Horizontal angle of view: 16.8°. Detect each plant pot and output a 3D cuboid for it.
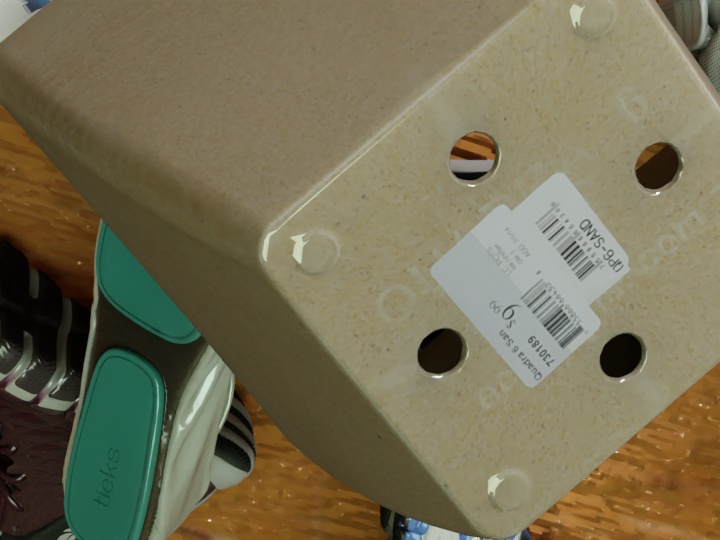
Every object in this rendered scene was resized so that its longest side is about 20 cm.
[{"bbox_3d":[0.029,-0.033,0.786,0.200,0.177,0.200,-40,118,-2],"label":"plant pot"}]

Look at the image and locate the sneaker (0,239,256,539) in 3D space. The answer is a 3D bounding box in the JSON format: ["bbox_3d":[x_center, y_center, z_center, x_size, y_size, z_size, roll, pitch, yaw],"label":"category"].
[{"bbox_3d":[-0.150,0.062,1.011,0.199,0.076,0.116,33,116,-19],"label":"sneaker"}]

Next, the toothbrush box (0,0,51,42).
[{"bbox_3d":[-0.057,-0.149,0.890,0.199,0.086,0.146,-29,117,13],"label":"toothbrush box"}]

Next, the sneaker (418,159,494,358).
[{"bbox_3d":[0.000,0.000,0.957,0.198,0.112,0.074,-2,118,0],"label":"sneaker"}]

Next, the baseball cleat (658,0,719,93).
[{"bbox_3d":[0.152,-0.052,0.964,0.069,0.107,0.201,-17,150,-24],"label":"baseball cleat"}]

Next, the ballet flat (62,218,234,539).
[{"bbox_3d":[-0.068,0.018,0.931,0.069,0.070,0.201,12,118,-8],"label":"ballet flat"}]

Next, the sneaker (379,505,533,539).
[{"bbox_3d":[0.046,0.152,1.064,0.084,0.077,0.201,6,119,-9],"label":"sneaker"}]
